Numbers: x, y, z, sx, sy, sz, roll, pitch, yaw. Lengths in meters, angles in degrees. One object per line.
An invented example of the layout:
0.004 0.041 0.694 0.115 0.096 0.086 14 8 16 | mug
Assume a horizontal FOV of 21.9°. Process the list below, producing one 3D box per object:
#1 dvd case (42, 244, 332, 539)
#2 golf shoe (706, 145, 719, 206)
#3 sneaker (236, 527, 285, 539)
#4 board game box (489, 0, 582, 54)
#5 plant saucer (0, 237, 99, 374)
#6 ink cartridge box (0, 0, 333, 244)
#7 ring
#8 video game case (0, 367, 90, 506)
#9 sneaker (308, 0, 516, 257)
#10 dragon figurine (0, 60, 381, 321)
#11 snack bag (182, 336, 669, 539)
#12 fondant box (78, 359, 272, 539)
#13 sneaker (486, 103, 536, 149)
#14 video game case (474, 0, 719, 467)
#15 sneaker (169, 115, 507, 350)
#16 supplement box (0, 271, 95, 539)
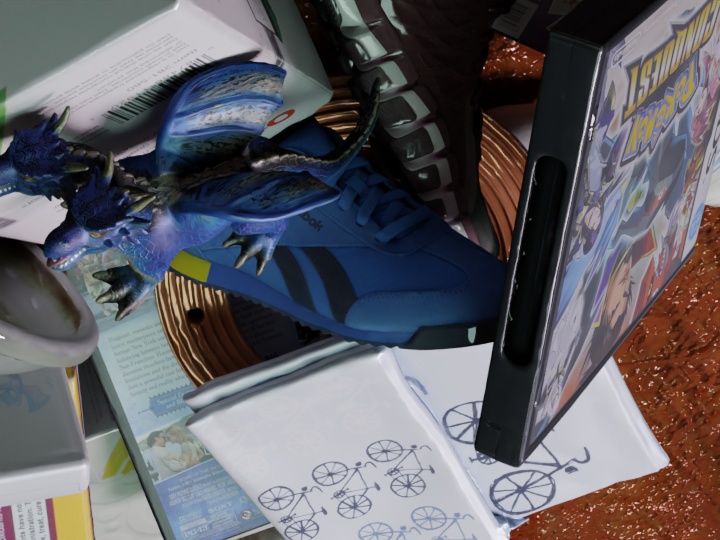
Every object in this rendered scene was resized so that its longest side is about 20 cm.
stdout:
-0.061 0.041 0.935 0.142 0.018 0.201 -19 118 -2 | dvd case
0.180 -0.099 0.913 0.096 0.079 0.201 -5 140 -13 | golf shoe
-0.105 0.190 1.134 0.199 0.075 0.081 -34 133 15 | sneaker
0.150 -0.163 0.815 0.119 0.032 0.201 25 130 -10 | board game box
-0.193 -0.013 0.715 0.050 0.200 0.200 -53 138 6 | plant saucer
-0.110 -0.082 0.707 0.145 0.085 0.200 -27 171 10 | ink cartridge box
0.000 0.000 0.895 0.198 0.019 0.202 -1 113 -2 | ring
-0.228 0.033 0.772 0.198 0.183 0.024 -8 137 -18 | video game case
0.052 -0.097 0.810 0.115 0.076 0.201 -29 121 -6 | sneaker
-0.048 -0.036 0.676 0.199 0.059 0.099 -19 169 -30 | dragon figurine
0.041 0.084 0.906 0.198 0.022 0.189 -21 136 12 | snack bag
-0.093 0.093 1.025 0.198 0.059 0.145 -19 143 -5 | fondant box
0.072 -0.005 0.976 0.080 0.077 0.201 -14 144 -20 | sneaker
0.110 -0.045 0.749 0.200 0.025 0.182 -42 147 -50 | video game case
-0.013 -0.022 0.791 0.066 0.199 0.079 -19 119 -47 | sneaker
-0.227 0.082 0.862 0.198 0.104 0.132 -6 125 -10 | supplement box
